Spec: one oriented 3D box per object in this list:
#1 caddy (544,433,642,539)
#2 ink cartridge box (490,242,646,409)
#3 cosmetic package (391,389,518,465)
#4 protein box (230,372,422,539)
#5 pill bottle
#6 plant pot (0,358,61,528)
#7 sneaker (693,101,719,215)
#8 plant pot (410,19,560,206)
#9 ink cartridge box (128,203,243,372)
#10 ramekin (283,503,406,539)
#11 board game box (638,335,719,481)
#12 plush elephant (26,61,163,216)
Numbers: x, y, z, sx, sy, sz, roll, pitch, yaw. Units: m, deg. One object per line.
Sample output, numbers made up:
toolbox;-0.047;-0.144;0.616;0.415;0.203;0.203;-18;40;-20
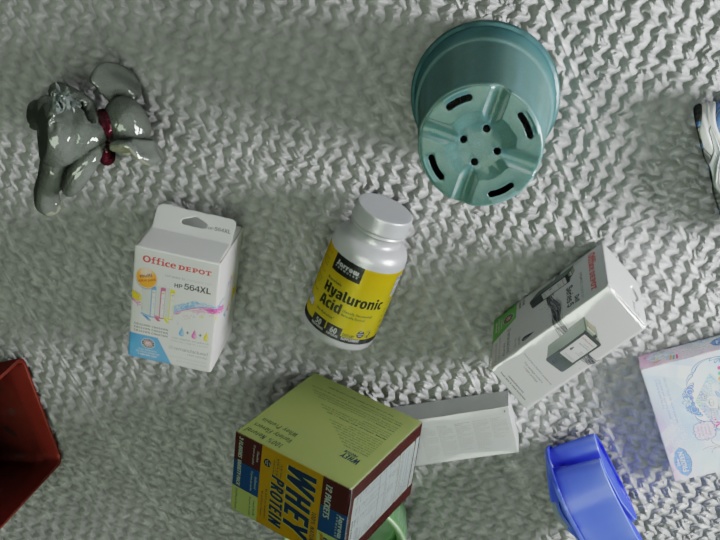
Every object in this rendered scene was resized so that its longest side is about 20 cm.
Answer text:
caddy;0.335;0.342;1.533;0.104;0.142;0.202;-25;108;16
ink cartridge box;0.278;0.073;1.411;0.199;0.146;0.084;-39;103;22
cosmetic package;0.134;0.239;1.565;0.196;0.051;0.084;-10;115;14
protein box;-0.048;0.280;1.496;0.196;0.199;0.137;21;119;25
pill bottle;0.000;0.000;1.440;0.110;0.112;0.202;21;116;-2
plant pot;-0.623;0.274;1.630;0.173;0.200;0.203;-2;116;22
sneaker;0.484;-0.124;1.324;0.076;0.076;0.202;-15;113;20
plant pot;0.150;-0.184;1.281;0.196;0.197;0.203;4;117;7
ink cartridge box;-0.248;0.017;1.477;0.126;0.126;0.203;11;117;4
ramekin;-0.017;0.413;1.645;0.196;0.098;0.203;3;116;7
board game box;0.520;0.190;1.486;0.196;0.044;0.202;-16;112;15
plush elephant;-0.353;-0.186;1.397;0.153;0.167;0.200;-2;159;-29
